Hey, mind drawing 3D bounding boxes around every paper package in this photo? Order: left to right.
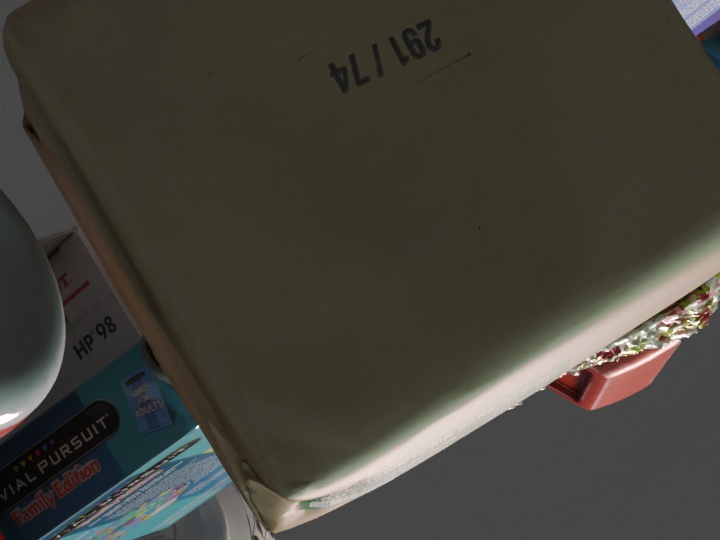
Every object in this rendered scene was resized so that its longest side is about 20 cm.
[{"bbox_3d":[0.010,-0.042,0.840,0.200,0.191,0.103,-30,171,-11],"label":"paper package"}]

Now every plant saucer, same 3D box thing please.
[{"bbox_3d":[0.068,0.013,1.351,0.037,0.200,0.200,-60,174,-7],"label":"plant saucer"}]

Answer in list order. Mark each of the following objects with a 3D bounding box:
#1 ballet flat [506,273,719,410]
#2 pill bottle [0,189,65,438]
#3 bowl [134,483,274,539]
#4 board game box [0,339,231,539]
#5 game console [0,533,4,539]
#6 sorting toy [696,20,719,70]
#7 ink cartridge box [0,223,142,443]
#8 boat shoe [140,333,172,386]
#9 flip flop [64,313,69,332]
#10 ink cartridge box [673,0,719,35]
[{"bbox_3d":[0.090,0.017,1.197,0.200,0.076,0.064,-22,160,-25],"label":"ballet flat"},{"bbox_3d":[-0.200,0.047,0.826,0.200,0.116,0.116,-37,171,29],"label":"pill bottle"},{"bbox_3d":[-0.128,0.156,1.405,0.201,0.201,0.094,-29,172,-26],"label":"bowl"},{"bbox_3d":[-0.093,0.078,1.160,0.151,0.047,0.200,-36,169,22],"label":"board game box"},{"bbox_3d":[-0.238,0.139,1.054,0.200,0.031,0.177,-7,145,5],"label":"game console"},{"bbox_3d":[0.224,-0.097,1.101,0.107,0.180,0.200,-4,154,-44],"label":"sorting toy"},{"bbox_3d":[-0.110,0.022,1.178,0.116,0.067,0.200,-39,169,37],"label":"ink cartridge box"},{"bbox_3d":[0.000,0.000,0.991,0.200,0.073,0.062,-28,155,25],"label":"boat shoe"},{"bbox_3d":[-0.211,0.053,1.042,0.200,0.058,0.081,-20,-174,24],"label":"flip flop"},{"bbox_3d":[0.079,-0.113,1.029,0.136,0.076,0.200,-35,170,35],"label":"ink cartridge box"}]
